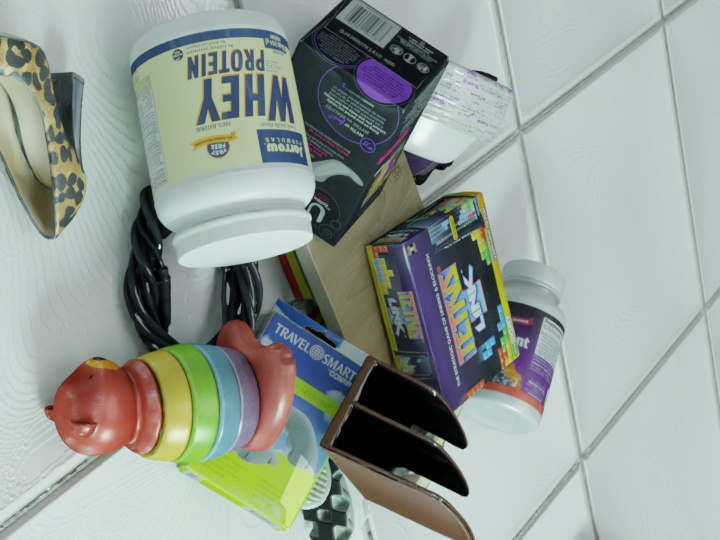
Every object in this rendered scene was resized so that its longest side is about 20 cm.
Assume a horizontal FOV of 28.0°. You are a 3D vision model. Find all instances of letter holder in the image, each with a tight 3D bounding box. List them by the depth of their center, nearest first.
[{"bbox_3d":[0.064,0.186,1.426,0.101,0.142,0.200,-61,158,-14],"label":"letter holder"}]

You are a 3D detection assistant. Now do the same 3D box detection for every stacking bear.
[{"bbox_3d":[-0.174,0.115,1.269,0.199,0.121,0.115,-3,106,-36],"label":"stacking bear"}]

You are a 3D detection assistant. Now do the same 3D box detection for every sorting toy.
[{"bbox_3d":[0.000,0.000,1.557,0.200,0.069,0.200,-49,127,-43],"label":"sorting toy"}]

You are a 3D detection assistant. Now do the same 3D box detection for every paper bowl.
[{"bbox_3d":[0.053,-0.184,1.522,0.200,0.200,0.105,13,103,-54],"label":"paper bowl"}]

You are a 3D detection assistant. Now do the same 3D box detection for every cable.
[{"bbox_3d":[-0.155,0.005,1.358,0.163,0.051,0.201,16,79,-54],"label":"cable"}]

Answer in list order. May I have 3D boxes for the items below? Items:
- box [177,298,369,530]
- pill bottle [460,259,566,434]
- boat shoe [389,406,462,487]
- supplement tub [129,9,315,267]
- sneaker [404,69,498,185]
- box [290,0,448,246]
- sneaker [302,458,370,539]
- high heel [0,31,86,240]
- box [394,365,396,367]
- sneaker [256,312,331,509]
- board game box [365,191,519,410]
[{"bbox_3d":[-0.075,0.137,1.407,0.122,0.048,0.201,33,71,-10],"label":"box"},{"bbox_3d":[0.194,0.093,1.804,0.111,0.111,0.201,43,57,-47],"label":"pill bottle"},{"bbox_3d":[0.071,0.160,1.669,0.066,0.071,0.202,40,64,-54],"label":"boat shoe"},{"bbox_3d":[-0.120,-0.115,1.283,0.145,0.144,0.201,2,74,-55],"label":"supplement tub"},{"bbox_3d":[0.094,-0.170,1.703,0.200,0.075,0.088,-39,137,-43],"label":"sneaker"},{"bbox_3d":[-0.018,-0.143,1.397,0.106,0.122,0.200,-51,173,-44],"label":"box"},{"bbox_3d":[-0.021,0.190,1.545,0.088,0.074,0.201,-26,121,-54],"label":"sneaker"},{"bbox_3d":[-0.283,-0.108,1.148,0.200,0.071,0.144,21,68,-62],"label":"high heel"},{"bbox_3d":[0.049,0.094,1.625,0.200,0.082,0.049,-49,128,-42],"label":"box"},{"bbox_3d":[-0.079,0.145,1.476,0.073,0.082,0.201,-5,80,-13],"label":"sneaker"},{"bbox_3d":[0.093,0.035,1.573,0.165,0.056,0.201,-35,115,-49],"label":"board game box"}]
